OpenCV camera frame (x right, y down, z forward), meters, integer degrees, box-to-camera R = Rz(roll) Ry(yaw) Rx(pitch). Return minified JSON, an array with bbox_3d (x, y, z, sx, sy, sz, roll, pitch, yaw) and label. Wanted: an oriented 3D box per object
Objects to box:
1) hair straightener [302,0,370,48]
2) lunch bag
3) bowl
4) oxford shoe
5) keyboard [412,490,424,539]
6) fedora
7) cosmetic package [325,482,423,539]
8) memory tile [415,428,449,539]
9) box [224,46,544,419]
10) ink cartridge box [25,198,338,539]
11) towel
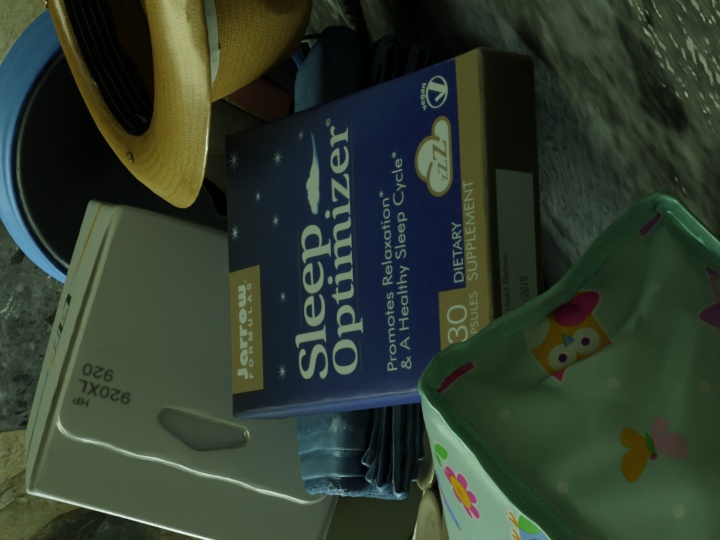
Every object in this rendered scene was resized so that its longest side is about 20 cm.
[{"bbox_3d":[-0.056,-0.146,0.900,0.041,0.077,0.200,34,-170,-46],"label":"hair straightener"},{"bbox_3d":[0.117,0.106,0.562,0.200,0.122,0.171,48,167,25],"label":"lunch bag"},{"bbox_3d":[-0.115,-0.072,1.066,0.201,0.200,0.039,64,170,-28],"label":"bowl"},{"bbox_3d":[-0.042,-0.051,0.942,0.200,0.075,0.070,31,-175,-38],"label":"oxford shoe"},{"bbox_3d":[0.048,0.114,0.828,0.056,0.011,0.201,24,111,34],"label":"keyboard"},{"bbox_3d":[-0.074,-0.125,0.749,0.201,0.082,0.201,52,154,39],"label":"fedora"},{"bbox_3d":[0.017,0.150,1.014,0.073,0.200,0.104,26,157,27],"label":"cosmetic package"},{"bbox_3d":[0.042,0.034,0.766,0.153,0.017,0.201,123,146,-69],"label":"memory tile"},{"bbox_3d":[-0.005,-0.006,0.730,0.200,0.032,0.122,-13,76,53],"label":"box"},{"bbox_3d":[-0.085,0.050,0.958,0.147,0.145,0.200,16,180,-12],"label":"ink cartridge box"},{"bbox_3d":[0.000,0.000,0.816,0.112,0.048,0.201,153,117,-77],"label":"towel"}]
